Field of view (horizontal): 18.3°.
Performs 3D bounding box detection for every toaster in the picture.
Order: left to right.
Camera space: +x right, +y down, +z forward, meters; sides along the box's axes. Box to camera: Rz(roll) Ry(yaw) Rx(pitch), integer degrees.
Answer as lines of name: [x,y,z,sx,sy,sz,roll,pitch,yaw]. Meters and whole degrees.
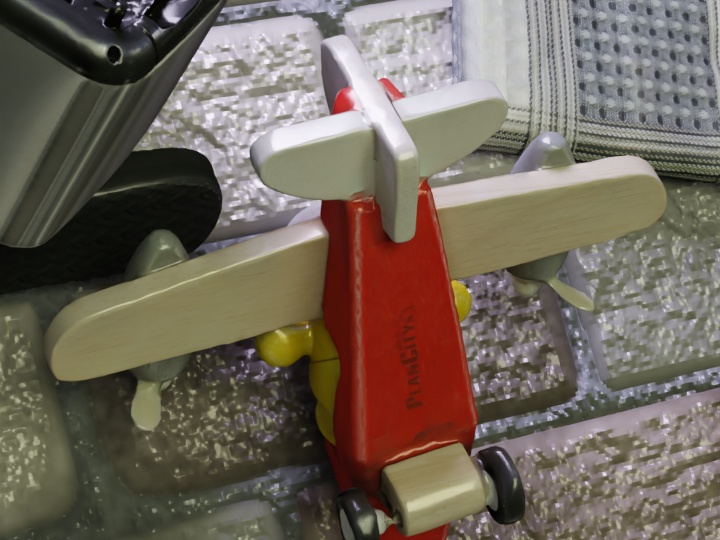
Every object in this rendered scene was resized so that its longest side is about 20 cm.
toaster: [-0.128,-0.128,0.833,0.199,0.119,0.181,32,45,-3]

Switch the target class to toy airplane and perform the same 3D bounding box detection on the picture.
toy airplane: [0.000,0.000,0.886,0.200,0.141,0.200,31,98,-28]

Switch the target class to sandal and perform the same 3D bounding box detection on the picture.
sandal: [-0.151,-0.025,0.871,0.199,0.075,0.048,-5,53,-33]

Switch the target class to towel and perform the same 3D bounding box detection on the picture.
towel: [0.128,-0.142,1.039,0.191,0.035,0.201,6,73,-22]
